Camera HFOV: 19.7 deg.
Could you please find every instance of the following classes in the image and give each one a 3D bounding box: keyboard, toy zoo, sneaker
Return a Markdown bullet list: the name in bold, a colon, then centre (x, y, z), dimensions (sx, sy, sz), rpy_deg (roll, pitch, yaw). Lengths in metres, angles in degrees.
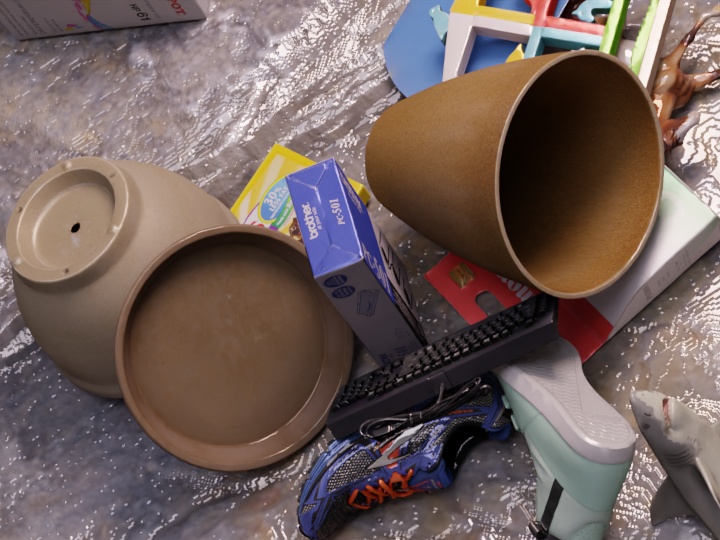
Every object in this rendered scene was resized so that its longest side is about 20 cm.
- **keyboard**: centre (0.061, 0.078, 1.579), dimensions (0.200, 0.021, 0.127), rpy_deg (-27, 22, 18)
- **toy zoo**: centre (0.150, -0.197, 1.709), dimensions (0.199, 0.020, 0.132), rpy_deg (13, 76, 20)
- **sneaker**: centre (0.138, 0.128, 1.596), dimensions (0.074, 0.119, 0.201), rpy_deg (-1, 30, -21)
- **sneaker**: centre (0.034, 0.148, 1.630), dimensions (0.200, 0.075, 0.078), rpy_deg (-39, 63, 0)

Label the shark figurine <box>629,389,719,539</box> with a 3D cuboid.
- **shark figurine**: centre (0.255, 0.191, 1.547), dimensions (0.089, 0.128, 0.215), rpy_deg (-29, 76, 33)

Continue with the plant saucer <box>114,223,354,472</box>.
- **plant saucer**: centre (-0.103, 0.062, 1.675), dimensions (0.200, 0.200, 0.029), rpy_deg (-51, 18, -9)

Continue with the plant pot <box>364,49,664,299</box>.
- **plant pot**: centre (0.101, -0.082, 1.624), dimensions (0.200, 0.186, 0.187), rpy_deg (9, 68, 47)

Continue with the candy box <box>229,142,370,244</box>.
- **candy box**: centre (-0.086, -0.006, 1.766), dimensions (0.102, 0.026, 0.200), rpy_deg (26, 76, 31)

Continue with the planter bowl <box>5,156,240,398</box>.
- **planter bowl**: centre (-0.210, -0.012, 1.730), dimensions (0.200, 0.135, 0.201), rpy_deg (-14, 56, 21)

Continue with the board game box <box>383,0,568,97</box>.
- **board game box**: centre (0.113, -0.216, 1.786), dimensions (0.158, 0.039, 0.200), rpy_deg (23, 78, 41)

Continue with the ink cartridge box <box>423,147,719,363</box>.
- **ink cartridge box**: centre (0.167, -0.021, 1.676), dimensions (0.200, 0.050, 0.161), rpy_deg (-41, 60, -5)

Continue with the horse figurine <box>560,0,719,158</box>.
- **horse figurine**: centre (0.233, -0.186, 1.727), dimensions (0.133, 0.050, 0.200), rpy_deg (-44, 61, -6)

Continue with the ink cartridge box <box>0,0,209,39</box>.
- **ink cartridge box**: centre (-0.248, -0.288, 1.882), dimensions (0.199, 0.145, 0.085), rpy_deg (-6, 65, 16)

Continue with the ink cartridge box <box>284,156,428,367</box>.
- **ink cartridge box**: centre (0.000, 0.000, 1.634), dimensions (0.044, 0.200, 0.094), rpy_deg (-21, 61, 8)
